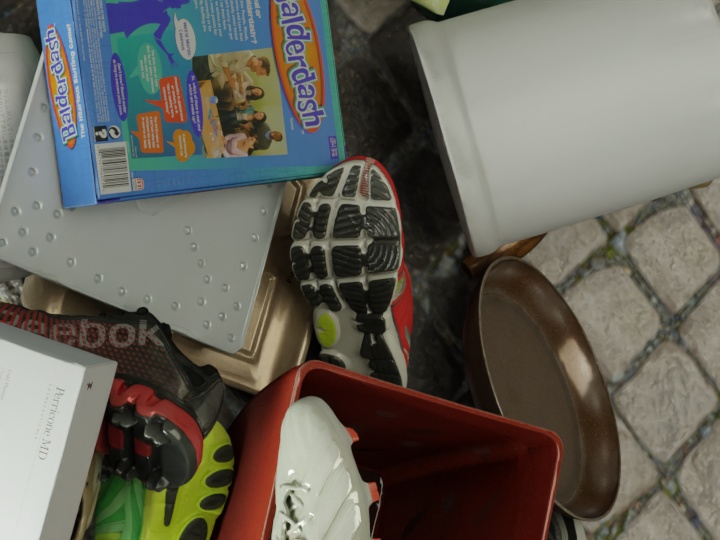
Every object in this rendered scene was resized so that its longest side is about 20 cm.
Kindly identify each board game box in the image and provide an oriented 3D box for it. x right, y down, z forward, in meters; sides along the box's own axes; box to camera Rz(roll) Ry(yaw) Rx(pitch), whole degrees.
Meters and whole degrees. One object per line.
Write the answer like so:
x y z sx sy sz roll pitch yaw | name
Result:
-0.105 -0.126 1.216 0.200 0.045 0.153 -8 92 -38 | board game box
-0.137 -0.070 1.233 0.200 0.026 0.201 25 72 -35 | board game box

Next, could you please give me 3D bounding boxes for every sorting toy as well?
-0.116 -0.026 1.300 0.200 0.036 0.186 21 75 -20 | sorting toy

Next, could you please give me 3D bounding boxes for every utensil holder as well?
0.151 -0.116 1.328 0.199 0.170 0.170 -15 92 2 | utensil holder

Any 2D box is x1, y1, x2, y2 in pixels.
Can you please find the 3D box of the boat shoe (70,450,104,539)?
-0.198 0.137 1.218 0.072 0.065 0.201 21 75 -25 | boat shoe

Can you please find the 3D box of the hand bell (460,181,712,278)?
0.158 -0.055 1.431 0.200 0.104 0.104 -34 101 -13 | hand bell

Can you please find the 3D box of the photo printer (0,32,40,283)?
-0.282 -0.069 1.193 0.200 0.069 0.167 -7 88 -29 | photo printer

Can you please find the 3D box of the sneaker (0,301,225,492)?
-0.172 0.060 1.186 0.200 0.071 0.098 23 45 15 | sneaker

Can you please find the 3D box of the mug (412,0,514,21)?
0.100 -0.270 1.390 0.152 0.114 0.185 -45 105 -24 | mug

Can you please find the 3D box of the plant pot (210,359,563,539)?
-0.011 0.184 1.250 0.199 0.176 0.201 18 76 -25 | plant pot

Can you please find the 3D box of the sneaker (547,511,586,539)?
0.098 0.251 1.357 0.087 0.074 0.200 27 78 -29 | sneaker

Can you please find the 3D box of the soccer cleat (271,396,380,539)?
-0.030 0.175 1.105 0.077 0.069 0.201 -8 91 -25 | soccer cleat

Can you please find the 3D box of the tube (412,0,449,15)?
-0.012 -0.234 1.289 0.200 0.058 0.052 13 63 -27 | tube

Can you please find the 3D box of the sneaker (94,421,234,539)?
-0.141 0.182 1.241 0.074 0.084 0.200 23 93 -26 | sneaker

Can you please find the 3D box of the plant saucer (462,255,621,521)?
0.127 0.088 1.367 0.200 0.032 0.201 42 36 -41 | plant saucer

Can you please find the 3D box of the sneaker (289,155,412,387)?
0.000 0.000 1.301 0.085 0.077 0.200 -69 161 -51 | sneaker

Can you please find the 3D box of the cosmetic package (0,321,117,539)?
-0.244 0.127 1.127 0.150 0.052 0.201 18 96 17 | cosmetic package
